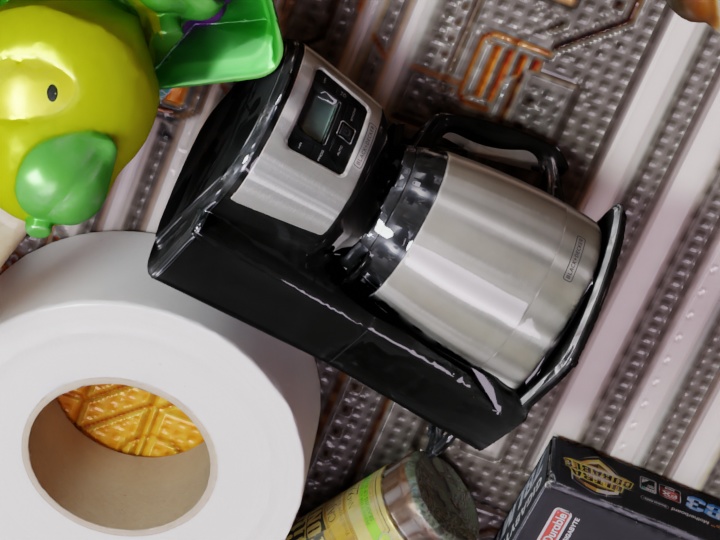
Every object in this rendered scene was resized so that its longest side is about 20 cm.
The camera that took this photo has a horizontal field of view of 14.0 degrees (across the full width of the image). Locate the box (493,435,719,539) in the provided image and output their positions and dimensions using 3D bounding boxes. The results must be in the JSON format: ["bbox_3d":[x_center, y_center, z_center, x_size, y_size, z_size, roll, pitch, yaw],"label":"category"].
[{"bbox_3d":[0.155,0.208,1.632,0.198,0.050,0.200,22,123,-8],"label":"box"}]

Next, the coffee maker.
[{"bbox_3d":[0.000,0.000,1.462,0.200,0.135,0.192,29,123,-11],"label":"coffee maker"}]

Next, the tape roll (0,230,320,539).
[{"bbox_3d":[-0.124,0.080,1.571,0.202,0.071,0.203,4,125,6],"label":"tape roll"}]

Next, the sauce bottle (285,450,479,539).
[{"bbox_3d":[-0.028,0.171,1.621,0.200,0.065,0.065,-34,113,24],"label":"sauce bottle"}]

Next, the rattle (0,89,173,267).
[{"bbox_3d":[-0.201,-0.064,1.459,0.143,0.130,0.200,47,129,4],"label":"rattle"}]

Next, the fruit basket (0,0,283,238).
[{"bbox_3d":[-0.143,-0.123,1.361,0.215,0.216,0.156,-6,123,12],"label":"fruit basket"}]

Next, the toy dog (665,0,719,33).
[{"bbox_3d":[0.207,-0.189,1.279,0.139,0.194,0.200,9,119,-13],"label":"toy dog"}]
